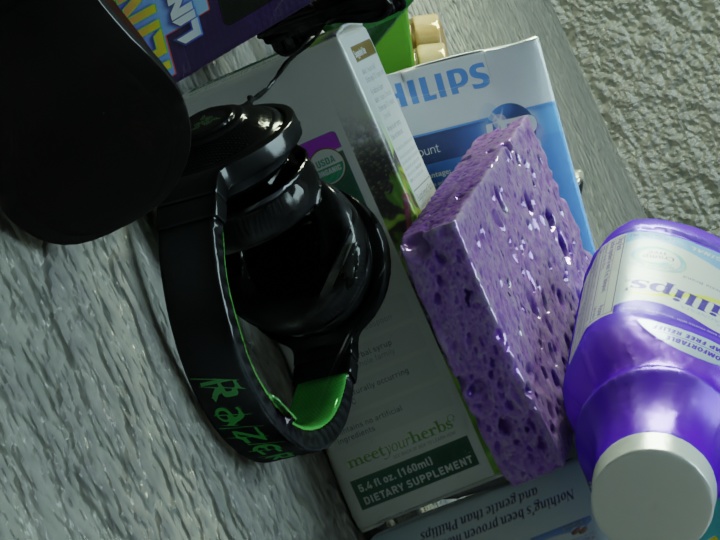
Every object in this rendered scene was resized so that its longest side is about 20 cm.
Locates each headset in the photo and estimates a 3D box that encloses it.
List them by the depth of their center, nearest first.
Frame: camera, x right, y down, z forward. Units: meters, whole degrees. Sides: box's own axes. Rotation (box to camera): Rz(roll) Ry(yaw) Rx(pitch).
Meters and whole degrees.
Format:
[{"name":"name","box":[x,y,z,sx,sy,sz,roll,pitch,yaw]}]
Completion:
[{"name":"headset","box":[-0.024,-0.025,1.033,0.124,0.094,0.200,51,31,-48]}]

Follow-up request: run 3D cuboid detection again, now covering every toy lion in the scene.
[{"name":"toy lion","box":[0.007,-0.177,1.425,0.200,0.069,0.192,-91,174,-77]}]

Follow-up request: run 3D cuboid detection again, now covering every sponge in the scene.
[{"name":"sponge","box":[0.068,0.008,1.151,0.112,0.030,0.200,65,17,-9]}]

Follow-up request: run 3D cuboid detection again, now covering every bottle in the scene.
[{"name":"bottle","box":[0.124,0.046,1.093,0.083,0.065,0.200,22,26,0]}]

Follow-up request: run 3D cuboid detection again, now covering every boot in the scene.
[{"name":"boot","box":[-0.135,-0.121,0.854,0.200,0.068,0.188,60,6,35]}]

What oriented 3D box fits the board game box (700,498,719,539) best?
[{"name":"board game box","box":[0.168,0.146,1.206,0.151,0.047,0.200,-88,153,-67]}]

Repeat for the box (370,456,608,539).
[{"name":"box","box":[0.103,0.200,1.183,0.184,0.105,0.200,34,36,-71]}]

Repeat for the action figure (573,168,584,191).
[{"name":"action figure","box":[0.067,-0.001,1.414,0.200,0.119,0.102,66,14,-49]}]

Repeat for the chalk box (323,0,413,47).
[{"name":"chalk box","box":[0.014,-0.220,1.197,0.124,0.200,0.124,36,16,-16]}]

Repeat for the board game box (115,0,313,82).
[{"name":"board game box","box":[-0.047,-0.176,0.915,0.057,0.165,0.200,44,-24,38]}]

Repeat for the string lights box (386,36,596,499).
[{"name":"string lights box","box":[0.057,-0.001,1.276,0.059,0.103,0.200,161,-86,-72]}]

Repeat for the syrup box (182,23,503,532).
[{"name":"syrup box","box":[0.000,0.000,1.153,0.081,0.079,0.200,-50,117,-77]}]
